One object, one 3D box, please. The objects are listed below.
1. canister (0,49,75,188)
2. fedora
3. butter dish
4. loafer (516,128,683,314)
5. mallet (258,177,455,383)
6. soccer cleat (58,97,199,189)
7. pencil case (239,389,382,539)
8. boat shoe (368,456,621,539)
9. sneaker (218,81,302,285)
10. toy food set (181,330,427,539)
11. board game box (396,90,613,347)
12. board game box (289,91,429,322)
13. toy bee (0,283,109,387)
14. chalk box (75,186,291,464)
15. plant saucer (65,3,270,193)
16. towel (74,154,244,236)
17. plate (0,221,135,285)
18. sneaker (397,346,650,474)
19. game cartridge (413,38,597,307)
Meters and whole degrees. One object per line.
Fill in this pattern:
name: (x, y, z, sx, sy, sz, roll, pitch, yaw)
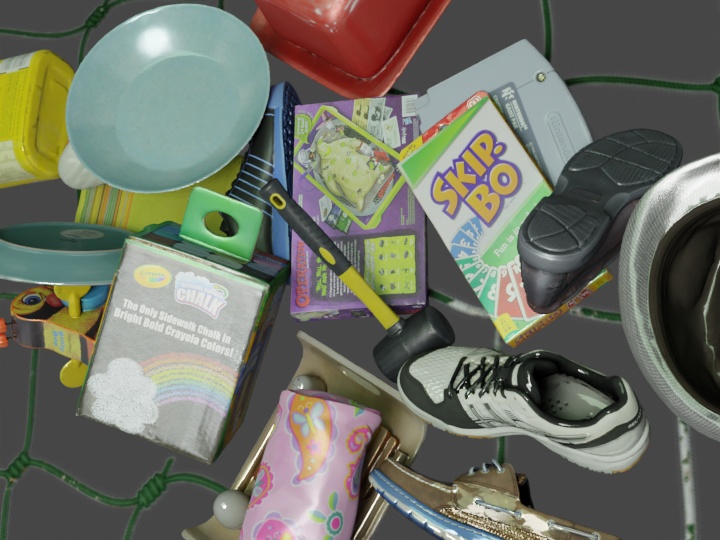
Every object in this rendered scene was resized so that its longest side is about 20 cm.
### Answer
canister: (-0.413, -0.156, 1.248, 0.198, 0.086, 0.150, -6, 69, 26)
fedora: (0.275, 0.023, 0.789, 0.176, 0.090, 0.202, -23, 73, 23)
butter dish: (-0.023, -0.286, 1.040, 0.200, 0.148, 0.200, 35, 91, 34)
loafer: (0.173, -0.040, 0.840, 0.072, 0.063, 0.200, 25, 44, 27)
mallet: (0.000, 0.000, 0.912, 0.066, 0.201, 0.041, -30, 16, 19)
soccer cleat: (-0.206, -0.133, 1.116, 0.199, 0.069, 0.078, -30, 50, 0)
pencil case: (-0.044, 0.192, 0.863, 0.087, 0.087, 0.202, 7, 78, 31)
boat shoe: (0.101, 0.182, 0.847, 0.199, 0.072, 0.073, 26, 79, 23)
sneaker: (-0.092, -0.077, 1.047, 0.077, 0.070, 0.202, -8, 69, 19)
toy food set: (-0.049, 0.167, 0.936, 0.143, 0.060, 0.201, 28, 87, 34)
board game box: (0.107, -0.048, 0.906, 0.095, 0.030, 0.201, -36, 61, 14)
board game box: (-0.001, -0.057, 0.996, 0.119, 0.032, 0.202, -2, 69, 8)
toy bee: (-0.287, 0.055, 1.084, 0.199, 0.109, 0.132, 7, 119, 39)
chalk box: (-0.136, 0.033, 0.944, 0.124, 0.124, 0.201, 20, 99, 2)
plant saucer: (-0.176, -0.155, 1.067, 0.199, 0.039, 0.203, -5, 66, 11)
towel: (-0.203, -0.074, 1.142, 0.199, 0.018, 0.087, 3, 77, 30)
plate: (-0.270, -0.021, 1.054, 0.199, 0.200, 0.026, 12, 105, 32)
sneaker: (0.116, 0.084, 0.846, 0.199, 0.088, 0.076, 10, 60, 25)
game cartridge: (0.130, -0.083, 0.936, 0.132, 0.042, 0.201, -23, 68, 15)
